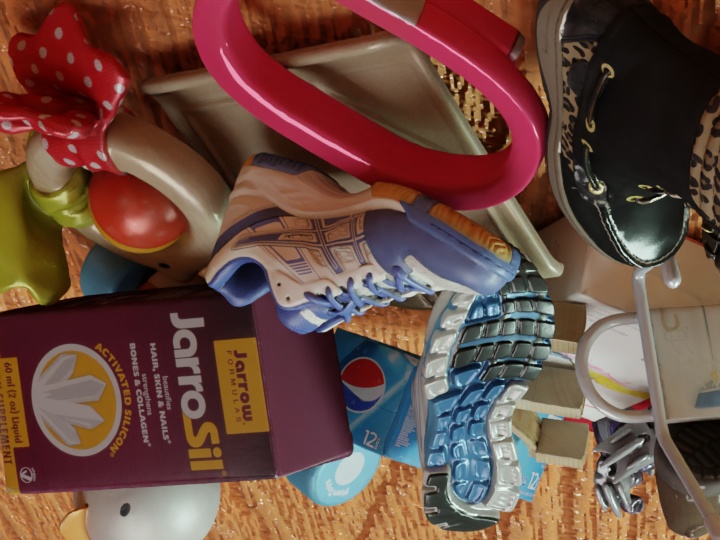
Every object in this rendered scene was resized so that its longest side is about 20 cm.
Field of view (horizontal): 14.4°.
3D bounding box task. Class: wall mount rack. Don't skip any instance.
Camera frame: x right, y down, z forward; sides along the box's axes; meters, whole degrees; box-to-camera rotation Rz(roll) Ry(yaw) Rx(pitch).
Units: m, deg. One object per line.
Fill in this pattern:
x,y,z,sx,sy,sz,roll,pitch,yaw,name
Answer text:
0.228,0.071,1.605,0.199,0.175,0.075,-4,165,-18,wall mount rack

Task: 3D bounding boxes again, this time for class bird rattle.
-0.143,-0.061,1.623,0.162,0.113,0.200,26,144,-4,bird rattle

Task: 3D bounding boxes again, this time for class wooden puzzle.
-0.002,-0.057,1.599,0.184,0.037,0.200,-7,134,37,wooden puzzle

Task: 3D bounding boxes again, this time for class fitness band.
0.007,-0.104,1.474,0.199,0.038,0.144,31,146,-8,fitness band

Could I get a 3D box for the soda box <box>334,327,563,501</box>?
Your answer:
0.049,0.092,1.776,0.068,0.064,0.200,21,178,33,soda box

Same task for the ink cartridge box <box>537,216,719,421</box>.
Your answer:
0.134,0.033,1.736,0.116,0.068,0.200,22,155,-21,ink cartridge box

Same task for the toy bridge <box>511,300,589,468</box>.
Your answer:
0.103,0.070,1.715,0.067,0.027,0.200,9,155,9,toy bridge

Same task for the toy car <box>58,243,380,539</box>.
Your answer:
-0.128,0.113,1.799,0.184,0.200,0.177,37,173,35,toy car

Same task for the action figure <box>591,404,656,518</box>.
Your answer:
0.199,0.105,1.773,0.130,0.070,0.200,-20,175,-3,action figure

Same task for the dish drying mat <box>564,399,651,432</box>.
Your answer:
0.185,0.069,1.857,0.077,0.018,0.200,22,155,-24,dish drying mat

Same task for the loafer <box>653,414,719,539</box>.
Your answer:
0.245,0.102,1.680,0.199,0.073,0.071,-17,137,-31,loafer

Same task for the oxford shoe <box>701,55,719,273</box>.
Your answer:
0.212,-0.045,1.504,0.072,0.085,0.200,7,154,19,oxford shoe

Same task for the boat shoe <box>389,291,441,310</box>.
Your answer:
0.011,-0.018,1.709,0.199,0.063,0.073,-8,124,34,boat shoe

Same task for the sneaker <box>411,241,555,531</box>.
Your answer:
0.058,0.053,1.628,0.075,0.087,0.201,-3,132,-15,sneaker

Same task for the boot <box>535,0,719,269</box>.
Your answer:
0.162,-0.050,1.410,0.151,0.073,0.201,40,154,41,boot

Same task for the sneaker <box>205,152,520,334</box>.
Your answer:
0.000,0.000,1.520,0.199,0.088,0.075,13,164,46,sneaker

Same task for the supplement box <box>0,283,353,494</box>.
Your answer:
-0.114,0.067,1.671,0.199,0.111,0.086,-6,-176,32,supplement box
